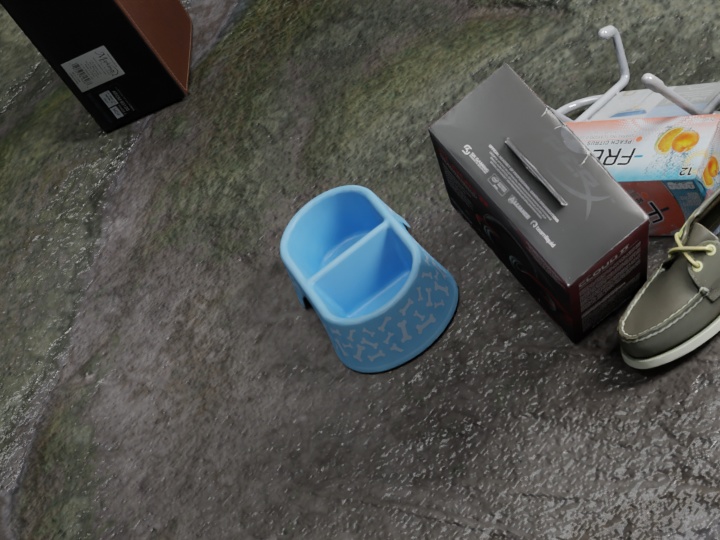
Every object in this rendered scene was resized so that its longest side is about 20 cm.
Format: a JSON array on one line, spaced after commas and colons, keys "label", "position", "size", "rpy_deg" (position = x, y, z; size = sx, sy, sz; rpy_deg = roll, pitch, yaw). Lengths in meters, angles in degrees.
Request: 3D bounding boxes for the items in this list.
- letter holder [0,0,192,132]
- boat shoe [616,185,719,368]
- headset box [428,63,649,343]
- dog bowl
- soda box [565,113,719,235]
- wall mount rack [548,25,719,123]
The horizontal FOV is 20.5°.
[{"label": "letter holder", "position": [-0.260, -0.266, 1.967], "size": [0.100, 0.200, 0.143], "rpy_deg": [-22, 39, 19]}, {"label": "boat shoe", "position": [0.251, -0.015, 1.402], "size": [0.202, 0.060, 0.072], "rpy_deg": [-43, 37, -8]}, {"label": "headset box", "position": [0.126, -0.045, 1.381], "size": [0.075, 0.200, 0.149], "rpy_deg": [-40, 75, -4]}, {"label": "dog bowl", "position": [0.000, 0.000, 1.598], "size": [0.111, 0.050, 0.200], "rpy_deg": [-37, 36, 0]}, {"label": "soda box", "position": [0.190, -0.070, 1.508], "size": [0.199, 0.064, 0.069], "rpy_deg": [0, 50, 40]}, {"label": "wall mount rack", "position": [0.212, -0.143, 1.527], "size": [0.199, 0.075, 0.174], "rpy_deg": [-3, 24, 37]}]
